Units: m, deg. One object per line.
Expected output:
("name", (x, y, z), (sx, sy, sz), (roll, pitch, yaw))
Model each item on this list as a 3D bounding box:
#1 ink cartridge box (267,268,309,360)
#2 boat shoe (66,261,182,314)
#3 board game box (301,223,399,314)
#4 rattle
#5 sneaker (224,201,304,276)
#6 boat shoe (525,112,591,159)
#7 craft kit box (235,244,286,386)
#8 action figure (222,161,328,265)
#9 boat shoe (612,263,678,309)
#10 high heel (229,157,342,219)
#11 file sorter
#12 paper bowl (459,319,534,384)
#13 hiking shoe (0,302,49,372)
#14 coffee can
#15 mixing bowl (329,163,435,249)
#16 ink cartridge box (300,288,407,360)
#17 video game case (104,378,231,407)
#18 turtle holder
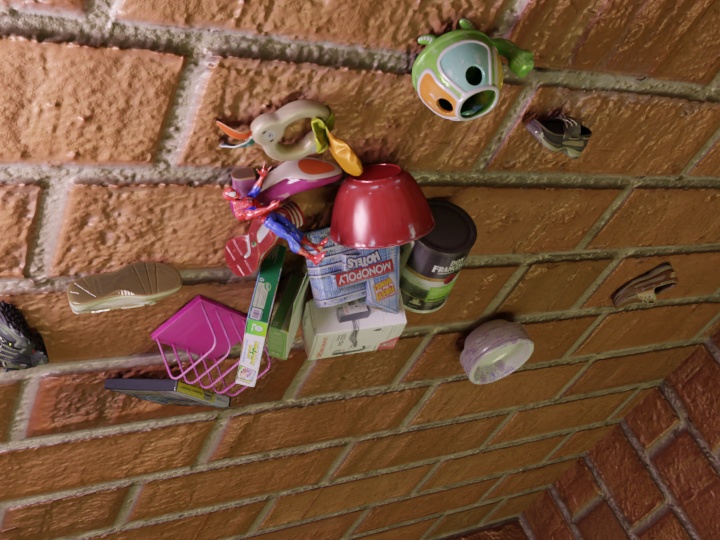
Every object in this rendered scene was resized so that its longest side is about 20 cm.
("ink cartridge box", (-0.139, 0.065, 1.779), (0.047, 0.147, 0.201), (16, 142, 4))
("boat shoe", (-0.420, 0.037, 1.591), (0.198, 0.074, 0.063), (-14, 153, -17))
("board game box", (0.000, 0.000, 1.731), (0.198, 0.202, 0.061), (-17, -170, -28))
("rattle", (-0.118, -0.191, 1.431), (0.198, 0.144, 0.130), (-10, 164, -37))
("sneaker", (-0.166, -0.059, 1.639), (0.115, 0.079, 0.199), (-29, 178, -40))
("boat shoe", (0.397, -0.280, 1.766), (0.199, 0.075, 0.074), (3, 128, -53))
("craft kit box", (-0.192, 0.085, 1.708), (0.048, 0.201, 0.198), (15, 136, -6))
("action figure", (-0.132, -0.100, 1.489), (0.199, 0.066, 0.099), (28, 121, -15))
("boat shoe", (0.829, 0.058, 2.571), (0.199, 0.074, 0.076), (-33, 148, 8))
("high heel", (-0.130, -0.141, 1.553), (0.197, 0.068, 0.097), (-4, 134, -9))
("file sorter", (-0.296, 0.164, 1.812), (0.139, 0.126, 0.200), (-38, 147, 15))
("paper bowl", (0.361, 0.210, 2.405), (0.199, 0.105, 0.202), (-19, 148, -12))
("hiking shoe", (-0.625, 0.130, 1.559), (0.100, 0.076, 0.201), (-26, 150, -9))
("coffee can", (0.144, -0.028, 1.853), (0.145, 0.147, 0.201), (-12, 146, -24))
("mixing bowl", (0.033, -0.128, 1.615), (0.198, 0.200, 0.110), (-16, 114, -18))
("ink cartridge box", (-0.017, 0.113, 1.851), (0.197, 0.086, 0.146), (-6, 154, -13))
("video game case", (-0.403, 0.258, 1.864), (0.198, 0.026, 0.180), (-3, 161, 30))
("turtle holder", (0.182, -0.320, 1.472), (0.184, 0.132, 0.142), (-5, 142, -32))
